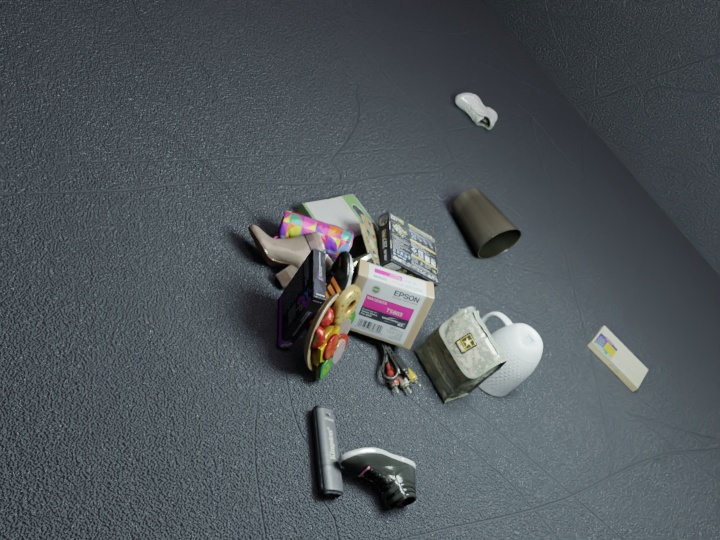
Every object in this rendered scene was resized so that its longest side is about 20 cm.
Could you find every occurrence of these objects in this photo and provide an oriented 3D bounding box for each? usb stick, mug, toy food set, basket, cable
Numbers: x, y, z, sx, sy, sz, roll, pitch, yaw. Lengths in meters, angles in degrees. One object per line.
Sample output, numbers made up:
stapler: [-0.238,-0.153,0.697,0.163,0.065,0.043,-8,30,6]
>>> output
usb stick: [-0.070,0.375,1.435,0.055,0.033,0.201,16,44,-28]
mug: [0.379,0.205,1.825,0.147,0.176,0.201,-5,55,-40]
toy food set: [-0.063,0.139,1.550,0.048,0.199,0.200,22,45,18]
basket: [0.394,-0.157,2.221,0.180,0.136,0.200,-10,55,-36]
cable: [0.066,0.218,1.697,0.097,0.050,0.200,-7,45,-32]

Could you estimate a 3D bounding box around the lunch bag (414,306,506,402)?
lunch bag: [0.253,0.206,1.710,0.117,0.200,0.164,-7,58,-41]

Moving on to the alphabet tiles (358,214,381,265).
alphabet tiles: [0.044,-0.049,1.856,0.166,0.006,0.201,25,47,-67]

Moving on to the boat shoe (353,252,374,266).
boat shoe: [-0.048,0.029,1.720,0.199,0.074,0.066,-30,100,-19]

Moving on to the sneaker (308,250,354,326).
sneaker: [-0.080,0.046,1.635,0.090,0.201,0.070,14,5,-21]

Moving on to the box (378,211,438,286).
box: [0.134,-0.054,1.912,0.199,0.049,0.162,25,52,-38]

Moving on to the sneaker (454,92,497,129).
sneaker: [0.467,-0.641,2.778,0.199,0.078,0.100,29,44,-10]

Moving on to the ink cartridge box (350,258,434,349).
ink cartridge box: [0.059,0.084,1.677,0.199,0.165,0.075,18,29,-7]

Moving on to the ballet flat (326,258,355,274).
ballet flat: [0.000,0.000,1.817,0.199,0.068,0.068,-4,54,-40]

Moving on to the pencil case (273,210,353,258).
pencil case: [-0.119,-0.087,1.767,0.199,0.089,0.089,15,43,-7]

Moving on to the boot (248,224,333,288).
boot: [-0.166,-0.055,1.696,0.146,0.070,0.201,-30,90,-13]

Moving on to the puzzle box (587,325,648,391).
puzzle box: [0.827,0.280,2.212,0.200,0.025,0.133,48,41,11]

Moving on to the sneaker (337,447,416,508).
sneaker: [0.044,0.433,1.426,0.199,0.071,0.100,23,37,-32]

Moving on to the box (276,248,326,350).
box: [-0.134,0.066,1.548,0.036,0.200,0.143,17,44,-22]

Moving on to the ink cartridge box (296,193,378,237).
ink cartridge box: [-0.061,-0.136,1.916,0.199,0.048,0.146,-16,64,-46]
